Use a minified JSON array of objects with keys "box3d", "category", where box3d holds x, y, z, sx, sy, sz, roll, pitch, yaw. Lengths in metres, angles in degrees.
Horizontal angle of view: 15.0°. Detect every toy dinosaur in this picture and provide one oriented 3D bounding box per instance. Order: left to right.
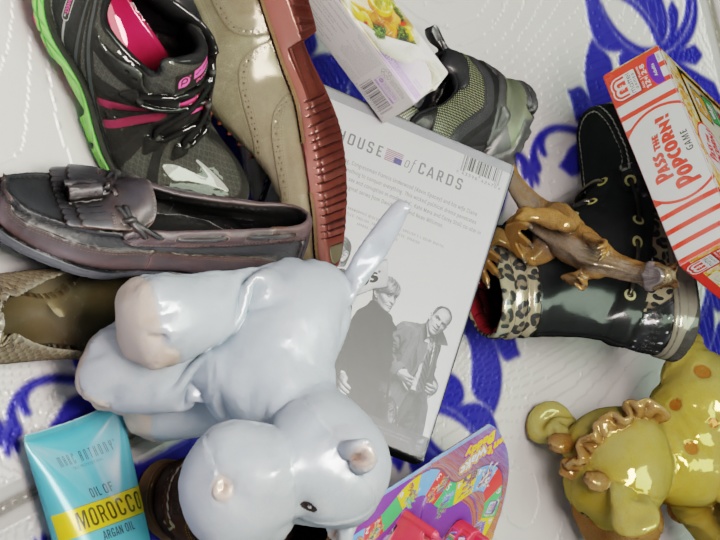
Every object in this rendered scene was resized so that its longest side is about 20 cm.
[{"box3d":[0.121,-0.029,1.782,0.106,0.200,0.061,-14,134,-39],"category":"toy dinosaur"}]

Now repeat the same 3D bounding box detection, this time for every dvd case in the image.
[{"box3d":[0.000,0.000,1.693,0.149,0.025,0.201,22,73,-14],"category":"dvd case"}]

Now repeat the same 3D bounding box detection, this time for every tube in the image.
[{"box3d":[-0.143,0.182,1.575,0.077,0.050,0.201,-18,95,-53],"category":"tube"}]

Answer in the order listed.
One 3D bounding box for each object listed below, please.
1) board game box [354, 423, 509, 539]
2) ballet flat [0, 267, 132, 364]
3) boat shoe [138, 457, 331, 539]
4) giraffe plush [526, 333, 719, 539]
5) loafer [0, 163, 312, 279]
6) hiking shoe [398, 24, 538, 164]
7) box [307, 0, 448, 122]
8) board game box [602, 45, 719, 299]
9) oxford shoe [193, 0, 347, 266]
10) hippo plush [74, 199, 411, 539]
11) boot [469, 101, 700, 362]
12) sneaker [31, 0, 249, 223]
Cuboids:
[{"box3d":[0.046,0.190,1.715,0.200,0.039,0.159,-29,139,-45],"category":"board game box"},{"box3d":[-0.162,0.021,1.560,0.199,0.046,0.068,-5,91,-47],"category":"ballet flat"},{"box3d":[-0.044,0.160,1.659,0.199,0.070,0.071,20,72,-45],"category":"boat shoe"},{"box3d":[0.209,0.136,1.880,0.161,0.172,0.201,-22,108,-28],"category":"giraffe plush"},{"box3d":[-0.119,-0.032,1.566,0.199,0.063,0.072,14,37,-31],"category":"loafer"},{"box3d":[0.035,-0.056,1.768,0.100,0.076,0.201,32,65,-18],"category":"hiking shoe"},{"box3d":[-0.024,-0.184,1.683,0.200,0.041,0.039,52,52,-6],"category":"box"},{"box3d":[0.245,-0.046,1.837,0.200,0.046,0.152,34,33,-55],"category":"board game box"},{"box3d":[-0.056,-0.094,1.656,0.070,0.074,0.202,-11,89,-78],"category":"oxford shoe"},{"box3d":[-0.049,0.087,1.544,0.199,0.160,0.162,-14,64,-18],"category":"hippo plush"},{"box3d":[0.138,-0.033,1.854,0.153,0.074,0.205,3,56,-23],"category":"boot"},{"box3d":[-0.118,-0.103,1.586,0.077,0.083,0.201,-54,128,-33],"category":"sneaker"}]
